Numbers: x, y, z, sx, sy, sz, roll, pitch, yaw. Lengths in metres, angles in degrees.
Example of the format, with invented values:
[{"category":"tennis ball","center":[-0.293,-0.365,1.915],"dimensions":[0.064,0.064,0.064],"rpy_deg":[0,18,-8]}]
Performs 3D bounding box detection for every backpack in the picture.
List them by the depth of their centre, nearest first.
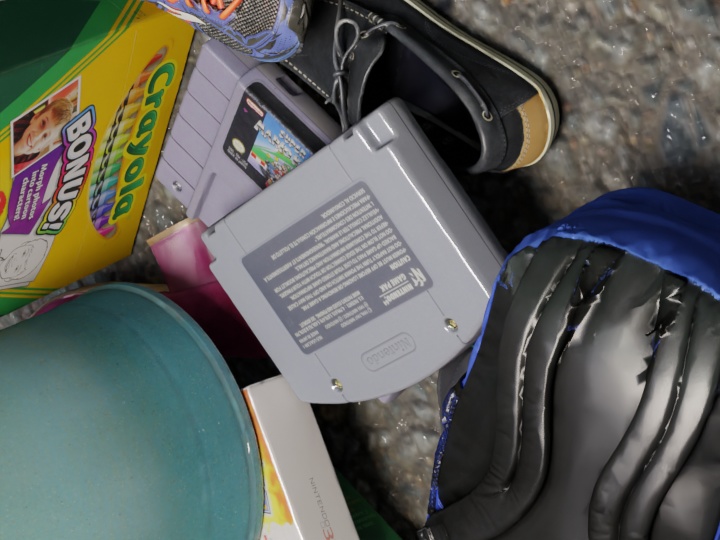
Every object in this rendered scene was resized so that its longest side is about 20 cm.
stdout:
[{"category":"backpack","center":[0.133,0.060,1.046],"dimensions":[0.162,0.168,0.200],"rpy_deg":[21,119,21]}]

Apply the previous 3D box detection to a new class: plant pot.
[{"category":"plant pot","center":[-0.190,0.124,1.219],"dimensions":[0.200,0.188,0.200],"rpy_deg":[17,114,43]}]

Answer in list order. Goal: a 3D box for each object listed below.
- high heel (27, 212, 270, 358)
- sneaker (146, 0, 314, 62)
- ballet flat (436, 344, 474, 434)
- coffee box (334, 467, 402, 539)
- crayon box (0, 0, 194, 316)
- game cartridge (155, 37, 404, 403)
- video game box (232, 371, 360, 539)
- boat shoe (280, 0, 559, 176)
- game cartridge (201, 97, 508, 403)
[{"category":"high heel","center":[-0.137,0.045,1.334],"dimensions":[0.200,0.067,0.096],"rpy_deg":[-29,82,32]},{"category":"sneaker","center":[-0.096,-0.162,1.152],"dimensions":[0.200,0.078,0.075],"rpy_deg":[28,112,43]},{"category":"ballet flat","center":[0.075,0.122,1.202],"dimensions":[0.073,0.073,0.200],"rpy_deg":[13,125,35]},{"category":"coffee box","center":[-0.016,0.196,1.297],"dimensions":[0.200,0.044,0.123],"rpy_deg":[45,135,29]},{"category":"crayon box","center":[-0.189,-0.068,1.244],"dimensions":[0.058,0.172,0.200],"rpy_deg":[39,131,22]},{"category":"game cartridge","center":[-0.030,-0.030,1.216],"dimensions":[0.200,0.038,0.130],"rpy_deg":[44,147,14]},{"category":"video game box","center":[-0.068,0.177,1.281],"dimensions":[0.182,0.047,0.200],"rpy_deg":[-25,84,47]},{"category":"boat shoe","center":[0.010,-0.106,1.138],"dimensions":[0.200,0.062,0.075],"rpy_deg":[31,129,27]},{"category":"game cartridge","center":[0.000,0.000,1.151],"dimensions":[0.133,0.042,0.200],"rpy_deg":[53,144,-5]}]
